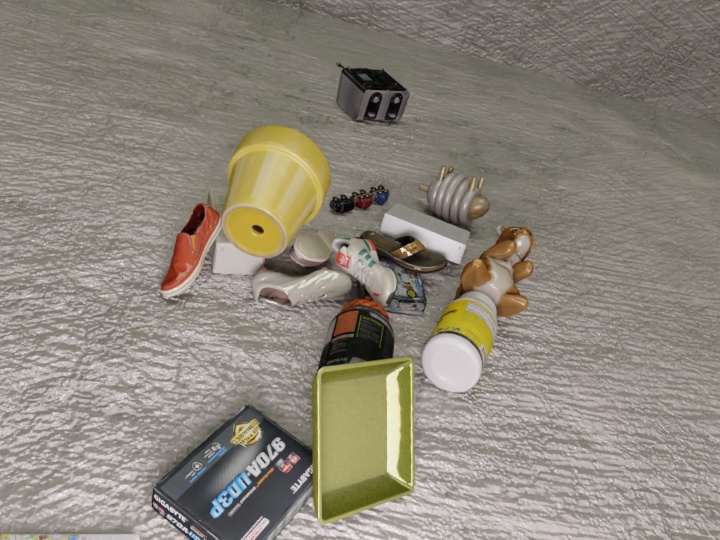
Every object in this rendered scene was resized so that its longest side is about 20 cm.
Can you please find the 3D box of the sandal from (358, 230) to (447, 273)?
[{"bbox_3d":[0.093,-0.050,1.445,0.196,0.056,0.082,23,34,8],"label":"sandal"}]

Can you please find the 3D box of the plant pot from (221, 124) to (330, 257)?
[{"bbox_3d":[-0.170,-0.135,1.283,0.196,0.203,0.192,17,48,0],"label":"plant pot"}]

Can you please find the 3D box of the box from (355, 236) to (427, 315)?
[{"bbox_3d":[0.057,0.009,1.433,0.133,0.041,0.202,8,35,-13],"label":"box"}]

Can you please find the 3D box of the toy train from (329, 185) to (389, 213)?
[{"bbox_3d":[0.005,-0.174,1.675,0.197,0.035,0.046,-20,52,-42],"label":"toy train"}]

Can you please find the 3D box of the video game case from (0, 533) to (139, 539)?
[{"bbox_3d":[-0.341,0.382,0.739,0.177,0.023,0.202,7,36,-16],"label":"video game case"}]

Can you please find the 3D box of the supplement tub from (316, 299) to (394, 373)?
[{"bbox_3d":[-0.006,0.146,1.134,0.119,0.125,0.202,16,34,-1],"label":"supplement tub"}]

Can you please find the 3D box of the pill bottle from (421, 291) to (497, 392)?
[{"bbox_3d":[0.192,0.123,1.265,0.110,0.115,0.200,24,34,12],"label":"pill bottle"}]

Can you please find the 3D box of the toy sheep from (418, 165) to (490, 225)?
[{"bbox_3d":[0.234,-0.186,1.709,0.197,0.141,0.137,25,33,31],"label":"toy sheep"}]

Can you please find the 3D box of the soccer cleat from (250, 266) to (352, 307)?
[{"bbox_3d":[-0.111,0.039,1.297,0.194,0.071,0.079,2,41,-10],"label":"soccer cleat"}]

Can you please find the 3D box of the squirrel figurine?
[{"bbox_3d":[0.278,-0.002,1.403,0.140,0.201,0.189,33,57,-2],"label":"squirrel figurine"}]

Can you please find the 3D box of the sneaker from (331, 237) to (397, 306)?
[{"bbox_3d":[0.000,-0.001,1.312,0.091,0.072,0.201,10,29,-27],"label":"sneaker"}]

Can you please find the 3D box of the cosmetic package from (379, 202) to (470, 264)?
[{"bbox_3d":[0.152,-0.088,1.572,0.196,0.053,0.151,22,16,7],"label":"cosmetic package"}]

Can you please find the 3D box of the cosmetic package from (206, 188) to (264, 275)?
[{"bbox_3d":[-0.257,-0.081,1.388,0.101,0.074,0.202,4,36,-20],"label":"cosmetic package"}]

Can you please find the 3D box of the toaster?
[{"bbox_3d":[0.029,-0.561,2.158,0.177,0.121,0.201,-7,41,-33],"label":"toaster"}]

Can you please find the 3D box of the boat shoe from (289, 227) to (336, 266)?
[{"bbox_3d":[-0.100,-0.038,1.361,0.072,0.059,0.200,49,18,0],"label":"boat shoe"}]

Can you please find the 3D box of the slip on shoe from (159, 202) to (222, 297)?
[{"bbox_3d":[-0.320,-0.040,1.258,0.073,0.061,0.203,-3,53,36],"label":"slip on shoe"}]

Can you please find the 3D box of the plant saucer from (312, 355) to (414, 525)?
[{"bbox_3d":[-0.003,0.229,0.966,0.047,0.206,0.197,-1,-1,43],"label":"plant saucer"}]

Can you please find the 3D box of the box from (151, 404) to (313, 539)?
[{"bbox_3d":[-0.159,0.291,0.927,0.157,0.047,0.199,30,35,18],"label":"box"}]
